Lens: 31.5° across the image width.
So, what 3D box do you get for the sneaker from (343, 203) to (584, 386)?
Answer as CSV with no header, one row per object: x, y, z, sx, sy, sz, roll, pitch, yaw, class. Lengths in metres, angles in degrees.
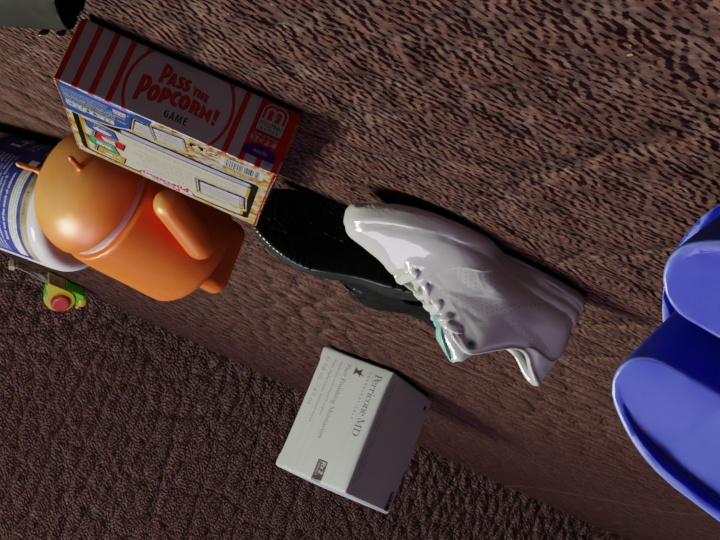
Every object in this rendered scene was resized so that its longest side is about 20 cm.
0.069,0.019,0.929,0.199,0.089,0.075,26,171,-17,sneaker

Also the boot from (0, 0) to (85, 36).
-0.214,-0.151,0.728,0.138,0.078,0.200,18,171,-1,boot

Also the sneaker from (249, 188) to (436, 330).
0.001,-0.003,1.045,0.199,0.060,0.104,20,166,-3,sneaker

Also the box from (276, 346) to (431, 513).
-0.005,0.251,1.990,0.130,0.200,0.200,17,168,26,box

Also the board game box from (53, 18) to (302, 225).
-0.126,-0.095,0.886,0.151,0.046,0.200,24,170,-6,board game box

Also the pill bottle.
-0.344,-0.076,1.274,0.199,0.116,0.116,16,168,32,pill bottle

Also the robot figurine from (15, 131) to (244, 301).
-0.188,-0.049,1.074,0.200,0.117,0.144,31,-158,-41,robot figurine

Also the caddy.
0.213,0.051,0.570,0.200,0.142,0.105,37,-141,27,caddy

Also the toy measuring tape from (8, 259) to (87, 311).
-0.682,0.040,2.753,0.200,0.074,0.073,27,170,-34,toy measuring tape
